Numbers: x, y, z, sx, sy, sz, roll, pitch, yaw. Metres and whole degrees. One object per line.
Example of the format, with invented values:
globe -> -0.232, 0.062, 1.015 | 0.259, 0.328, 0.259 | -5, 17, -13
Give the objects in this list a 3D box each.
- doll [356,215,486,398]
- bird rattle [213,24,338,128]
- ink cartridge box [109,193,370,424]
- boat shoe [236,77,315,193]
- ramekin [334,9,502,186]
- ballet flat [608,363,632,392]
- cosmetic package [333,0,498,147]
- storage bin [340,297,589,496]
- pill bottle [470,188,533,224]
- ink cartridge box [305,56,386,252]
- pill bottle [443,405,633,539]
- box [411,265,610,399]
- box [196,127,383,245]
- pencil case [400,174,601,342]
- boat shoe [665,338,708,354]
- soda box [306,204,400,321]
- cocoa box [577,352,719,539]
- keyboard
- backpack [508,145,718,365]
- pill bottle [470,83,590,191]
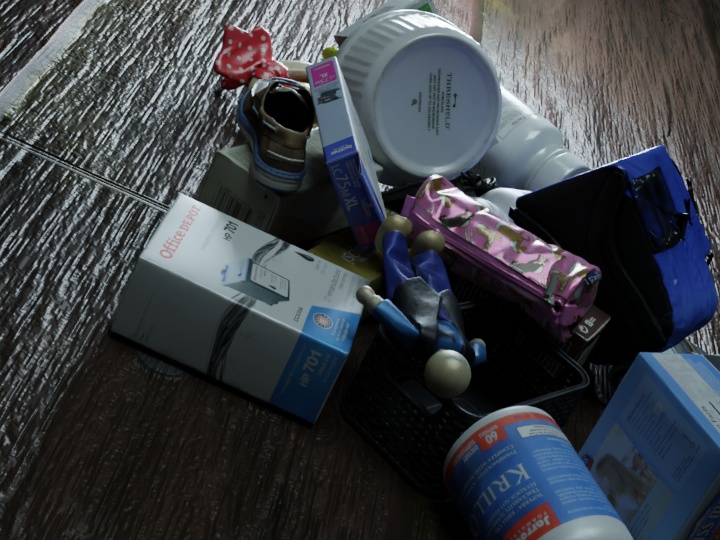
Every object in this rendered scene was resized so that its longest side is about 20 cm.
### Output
doll -> 0.055, 0.036, 1.302 | 0.136, 0.049, 0.201 | 22, 32, -29
bird rattle -> -0.078, -0.216, 1.783 | 0.198, 0.113, 0.164 | 13, 46, -19
ink cartridge box -> -0.104, 0.031, 1.337 | 0.199, 0.086, 0.147 | 26, 27, -4
boat shoe -> -0.078, -0.154, 1.523 | 0.072, 0.073, 0.201 | 13, 28, -20
ramekin -> 0.066, -0.187, 1.665 | 0.201, 0.204, 0.094 | 14, 6, -23
ballet flat -> 0.306, 0.160, 1.507 | 0.070, 0.068, 0.201 | -10, 38, -15
cosmetic package -> 0.066, -0.213, 1.758 | 0.201, 0.107, 0.085 | 60, -15, -20
storage bin -> 0.097, 0.111, 1.363 | 0.135, 0.094, 0.199 | 42, 30, 28
pill bottle -> 0.179, -0.028, 1.649 | 0.198, 0.120, 0.120 | 5, 34, -35
ink cartridge box -> -0.010, -0.107, 1.477 | 0.042, 0.120, 0.201 | -20, 41, 3
pill bottle -> 0.154, 0.215, 1.208 | 0.111, 0.113, 0.201 | 7, 33, -33
box -> 0.141, 0.041, 1.514 | 0.199, 0.101, 0.075 | 35, 32, 14
box -> -0.073, -0.086, 1.574 | 0.095, 0.078, 0.199 | 37, 29, 22
pencil case -> 0.130, -0.013, 1.424 | 0.199, 0.087, 0.083 | 32, 64, 19
boat shoe -> 0.337, 0.094, 1.638 | 0.090, 0.071, 0.201 | 9, 39, -33
soda box -> 0.000, 0.000, 1.504 | 0.067, 0.064, 0.200 | 32, 28, 13
cocoa box -> 0.267, 0.186, 1.263 | 0.130, 0.201, 0.134 | 4, 35, -35
keyboard -> 0.090, -0.088, 1.649 | 0.126, 0.021, 0.200 | -11, -2, 19
backpack -> 0.284, -0.014, 1.546 | 0.167, 0.162, 0.202 | -20, 90, -39
pill bottle -> 0.190, -0.151, 1.878 | 0.114, 0.115, 0.200 | -9, 43, -48
